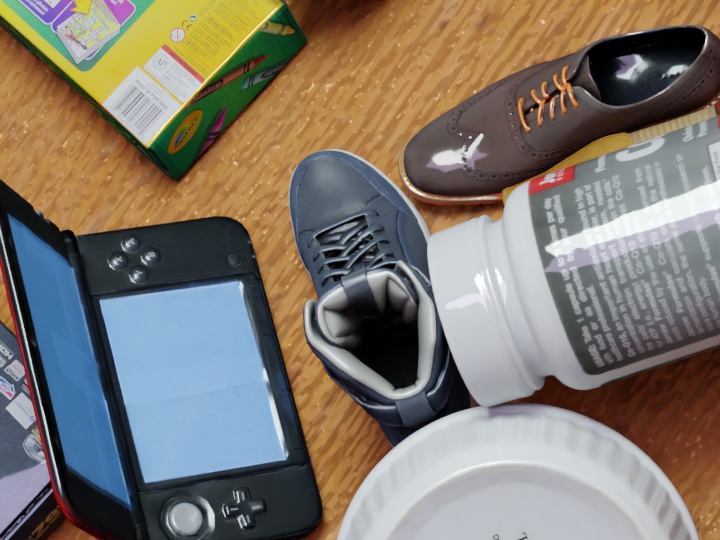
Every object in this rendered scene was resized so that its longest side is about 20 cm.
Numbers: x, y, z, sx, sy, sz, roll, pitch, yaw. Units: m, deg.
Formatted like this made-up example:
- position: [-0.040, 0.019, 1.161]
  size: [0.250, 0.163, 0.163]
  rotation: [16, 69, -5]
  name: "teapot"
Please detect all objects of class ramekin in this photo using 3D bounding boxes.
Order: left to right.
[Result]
- position: [0.081, 0.171, 1.439]
  size: [0.201, 0.094, 0.204]
  rotation: [0, 92, 4]
  name: "ramekin"

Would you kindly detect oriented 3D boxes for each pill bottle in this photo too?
- position: [0.142, -0.006, 1.440]
  size: [0.199, 0.114, 0.115]
  rotation: [-19, 68, 13]
  name: "pill bottle"

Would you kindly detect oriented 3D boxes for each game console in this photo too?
- position: [-0.111, 0.048, 1.518]
  size: [0.171, 0.119, 0.201]
  rotation: [-8, 68, -19]
  name: "game console"

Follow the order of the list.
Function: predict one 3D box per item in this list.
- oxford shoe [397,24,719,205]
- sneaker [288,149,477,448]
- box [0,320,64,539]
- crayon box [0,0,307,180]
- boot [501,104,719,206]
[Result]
- position: [0.111, -0.096, 1.568]
  size: [0.199, 0.073, 0.072]
  rotation: [-22, 69, 6]
  name: "oxford shoe"
- position: [0.002, 0.000, 1.526]
  size: [0.077, 0.146, 0.203]
  rotation: [-27, 66, 5]
  name: "sneaker"
- position: [-0.257, 0.091, 1.606]
  size: [0.158, 0.051, 0.200]
  rotation: [-46, 68, -4]
  name: "box"
- position: [-0.144, -0.164, 1.661]
  size: [0.200, 0.058, 0.119]
  rotation: [42, 85, 22]
  name: "crayon box"
- position: [0.166, 0.021, 1.528]
  size: [0.143, 0.071, 0.202]
  rotation: [-26, 73, 16]
  name: "boot"
